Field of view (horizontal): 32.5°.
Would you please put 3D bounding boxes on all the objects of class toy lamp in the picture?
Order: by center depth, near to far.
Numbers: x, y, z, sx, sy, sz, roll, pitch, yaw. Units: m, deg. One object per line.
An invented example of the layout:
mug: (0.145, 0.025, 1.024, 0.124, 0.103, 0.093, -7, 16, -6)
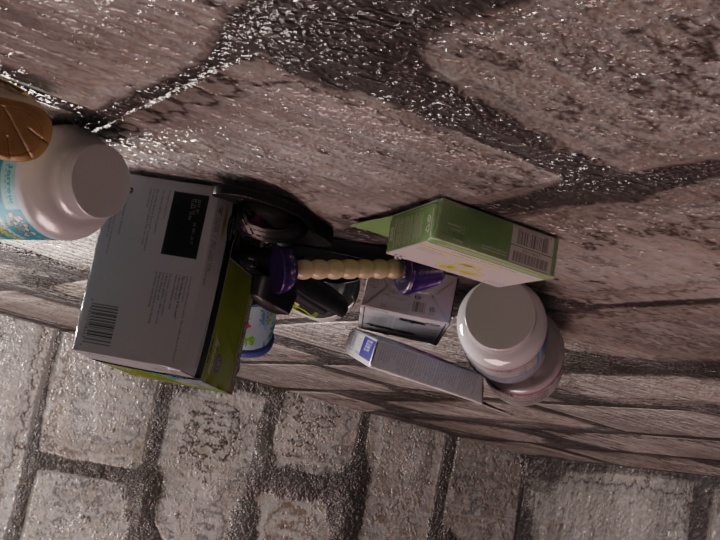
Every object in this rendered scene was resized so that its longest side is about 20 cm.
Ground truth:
toy lamp: (0.000, 0.000, 1.361, 0.197, 0.059, 0.058, -2, 175, -22)

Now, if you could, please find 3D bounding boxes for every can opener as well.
can opener: (-0.078, 0.018, 1.435, 0.063, 0.080, 0.200, 17, 174, 28)

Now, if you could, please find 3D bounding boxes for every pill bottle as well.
pill bottle: (-0.314, -0.086, 1.212, 0.198, 0.113, 0.110, 1, 165, 42)
pill bottle: (0.171, 0.070, 1.478, 0.107, 0.111, 0.200, 10, 168, 11)
pill bottle: (0.219, 0.122, 1.669, 0.111, 0.115, 0.200, 10, 169, 10)

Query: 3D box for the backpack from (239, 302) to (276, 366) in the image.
backpack: (-0.217, 0.071, 1.736, 0.196, 0.149, 0.183, 3, -163, -4)

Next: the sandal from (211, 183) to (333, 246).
sandal: (-0.089, -0.047, 1.325, 0.074, 0.049, 0.200, 6, 168, 31)

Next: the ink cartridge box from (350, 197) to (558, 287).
ink cartridge box: (0.089, -0.021, 1.273, 0.144, 0.049, 0.199, 16, 166, -25)

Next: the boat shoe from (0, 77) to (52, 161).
boat shoe: (-0.366, -0.147, 1.064, 0.198, 0.075, 0.069, 18, -163, -23)

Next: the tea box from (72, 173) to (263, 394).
tea box: (-0.207, 0.019, 1.383, 0.131, 0.203, 0.197, 9, 168, 14)

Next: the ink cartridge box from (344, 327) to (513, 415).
ink cartridge box: (0.089, 0.129, 1.612, 0.197, 0.044, 0.196, 19, 178, -11)

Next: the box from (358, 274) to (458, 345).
box: (0.058, 0.044, 1.591, 0.115, 0.061, 0.200, 12, 169, 2)

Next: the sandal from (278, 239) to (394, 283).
sandal: (-0.017, -0.007, 1.460, 0.197, 0.044, 0.076, 7, 168, 24)

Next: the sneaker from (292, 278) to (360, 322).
sneaker: (-0.091, 0.018, 1.585, 0.198, 0.076, 0.084, 3, 166, 38)
